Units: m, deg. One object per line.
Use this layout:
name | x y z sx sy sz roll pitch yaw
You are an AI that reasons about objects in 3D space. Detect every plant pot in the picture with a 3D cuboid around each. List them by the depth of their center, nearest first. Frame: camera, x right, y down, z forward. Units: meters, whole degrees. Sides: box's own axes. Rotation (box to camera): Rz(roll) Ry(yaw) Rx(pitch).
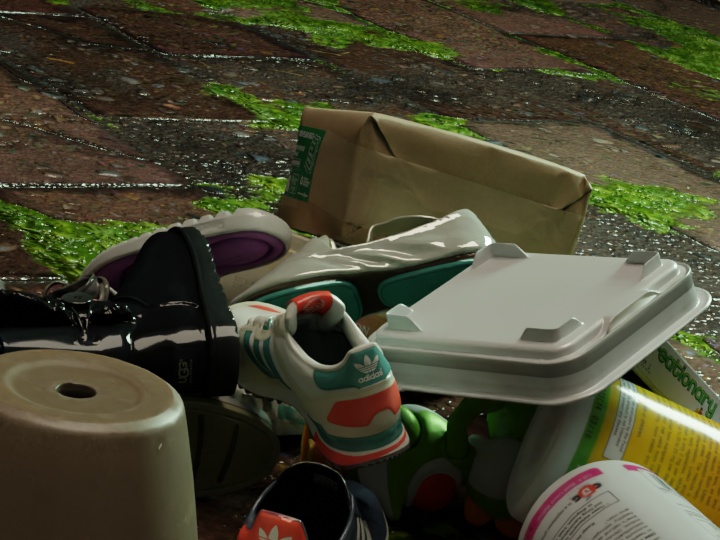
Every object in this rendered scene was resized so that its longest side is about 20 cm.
plant pot | -0.160 0.140 1.112 0.198 0.176 0.200 9 16 -3

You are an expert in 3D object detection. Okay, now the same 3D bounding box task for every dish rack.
dish rack | 0.109 0.027 1.396 0.199 0.044 0.171 4 26 44

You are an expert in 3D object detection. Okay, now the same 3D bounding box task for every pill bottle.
pill bottle | 0.177 0.198 1.233 0.112 0.114 0.200 3 18 -23
pill bottle | 0.204 0.147 1.390 0.199 0.112 0.111 25 16 -5

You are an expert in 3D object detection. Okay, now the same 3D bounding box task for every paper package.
paper package | 0.050 -0.055 1.672 0.189 0.104 0.200 16 1 -18

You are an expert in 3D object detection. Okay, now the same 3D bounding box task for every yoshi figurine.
yoshi figurine | 0.063 0.110 1.475 0.198 0.113 0.112 13 10 -3

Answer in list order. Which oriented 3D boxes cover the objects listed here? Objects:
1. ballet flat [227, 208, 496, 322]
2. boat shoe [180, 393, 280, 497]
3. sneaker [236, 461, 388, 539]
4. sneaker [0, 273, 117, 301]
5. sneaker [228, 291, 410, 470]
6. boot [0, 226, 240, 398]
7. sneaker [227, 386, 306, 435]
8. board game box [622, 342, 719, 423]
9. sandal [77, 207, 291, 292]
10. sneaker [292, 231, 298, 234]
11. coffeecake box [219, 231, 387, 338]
ballet flat | 0.000 0.000 1.533 0.198 0.070 0.070 -13 18 0
boat shoe | -0.153 0.102 1.414 0.198 0.075 0.068 4 23 -18
sneaker | -0.023 0.150 1.318 0.074 0.085 0.200 13 16 10
sneaker | -0.183 0.047 1.562 0.198 0.083 0.077 6 17 -15
sneaker | -0.033 0.044 1.374 0.070 0.094 0.200 -18 31 -23
boot | -0.178 0.026 1.416 0.166 0.077 0.200 1 23 -16
sneaker | -0.067 0.089 1.522 0.088 0.076 0.199 26 20 28
board game box | 0.196 0.095 1.487 0.126 0.035 0.200 7 -29 49
sandal | -0.138 0.006 1.590 0.202 0.050 0.082 -24 -38 36
sneaker | -0.111 0.010 1.727 0.074 0.089 0.200 20 20 25
coffeecake box | 0.004 0.026 1.676 0.152 0.074 0.200 20 2 27
